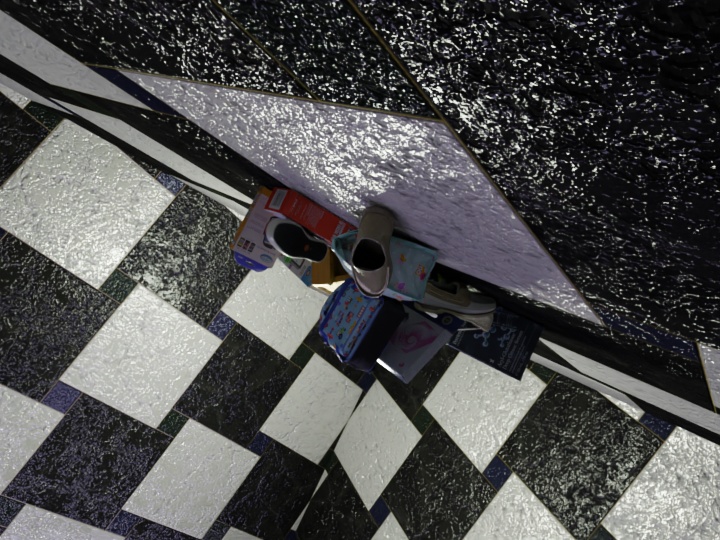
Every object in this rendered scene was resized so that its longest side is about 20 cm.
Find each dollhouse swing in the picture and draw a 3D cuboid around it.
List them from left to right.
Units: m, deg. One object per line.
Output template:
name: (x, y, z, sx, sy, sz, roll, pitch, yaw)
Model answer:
dollhouse swing: (0.000, 0.000, 1.374, 0.175, 0.183, 0.199, -27, 141, 31)

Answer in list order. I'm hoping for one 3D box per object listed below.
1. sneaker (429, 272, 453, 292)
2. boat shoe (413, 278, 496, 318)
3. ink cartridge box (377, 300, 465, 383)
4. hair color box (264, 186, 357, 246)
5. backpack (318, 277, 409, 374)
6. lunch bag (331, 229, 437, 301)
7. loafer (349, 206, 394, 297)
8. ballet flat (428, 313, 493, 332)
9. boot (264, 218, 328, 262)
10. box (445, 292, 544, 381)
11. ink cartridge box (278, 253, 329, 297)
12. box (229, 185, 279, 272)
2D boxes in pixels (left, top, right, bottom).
sneaker: (0.202, 0.053, 1.353, 0.080, 0.074, 0.200, 23, 179, -5)
boat shoe: (0.227, 0.063, 1.222, 0.198, 0.069, 0.075, 4, -161, -11)
ink cartridge box: (0.107, 0.137, 1.222, 0.196, 0.200, 0.043, 29, 158, 48)
hair color box: (-0.113, -0.117, 1.222, 0.199, 0.064, 0.111, 27, 176, -33)
backpack: (-0.017, 0.103, 1.184, 0.134, 0.183, 0.200, 29, -174, -39)
lunch bag: (0.041, -0.019, 1.052, 0.198, 0.123, 0.170, 21, 177, 4)
loafer: (0.015, -0.018, 0.893, 0.075, 0.069, 0.201, 14, 138, 14)
ballet flat: (0.225, 0.112, 1.290, 0.198, 0.063, 0.067, 9, 179, 19)
boot: (-0.181, -0.082, 1.192, 0.143, 0.073, 0.200, 25, 179, 30)
box: (0.342, 0.169, 1.348, 0.199, 0.149, 0.107, 25, 176, 10)
ink cartridge box: (-0.123, -0.034, 1.582, 0.146, 0.147, 0.200, 27, -173, -46)
box: (-0.247, -0.099, 1.340, 0.118, 0.201, 0.041, 28, -179, -30)
